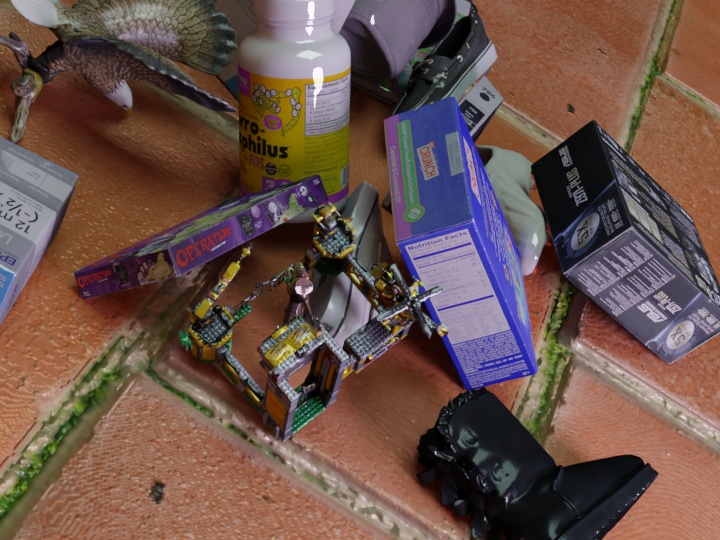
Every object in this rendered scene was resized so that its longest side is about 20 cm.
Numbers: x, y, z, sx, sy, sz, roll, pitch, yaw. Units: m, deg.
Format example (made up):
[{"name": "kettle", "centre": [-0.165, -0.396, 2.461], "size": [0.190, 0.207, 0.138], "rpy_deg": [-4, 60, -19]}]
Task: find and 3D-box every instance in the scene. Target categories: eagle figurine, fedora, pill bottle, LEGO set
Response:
[{"name": "eagle figurine", "centre": [-0.216, -0.196, 1.201], "size": [0.151, 0.197, 0.154], "rpy_deg": [32, 48, -80]}, {"name": "fedora", "centre": [0.008, -0.265, 1.388], "size": [0.175, 0.200, 0.091], "rpy_deg": [21, 72, 2]}, {"name": "pill bottle", "centre": [-0.060, -0.153, 1.204], "size": [0.103, 0.203, 0.105], "rpy_deg": [1, 24, 0]}, {"name": "LEGO set", "centre": [-0.040, 0.031, 1.051], "size": [0.198, 0.116, 0.155], "rpy_deg": [-28, 72, -19]}]

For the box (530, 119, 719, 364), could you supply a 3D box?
[{"name": "box", "centre": [0.278, -0.028, 1.362], "size": [0.199, 0.086, 0.165], "rpy_deg": [36, 30, -36]}]

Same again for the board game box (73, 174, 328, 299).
[{"name": "board game box", "centre": [-0.129, -0.030, 1.109], "size": [0.199, 0.119, 0.033], "rpy_deg": [-31, 100, -50]}]

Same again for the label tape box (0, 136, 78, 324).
[{"name": "label tape box", "centre": [-0.319, -0.029, 1.011], "size": [0.142, 0.066, 0.201], "rpy_deg": [27, 36, -8]}]

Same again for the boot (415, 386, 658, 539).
[{"name": "boot", "centre": [0.149, 0.166, 1.130], "size": [0.162, 0.074, 0.197], "rpy_deg": [44, 39, 19]}]

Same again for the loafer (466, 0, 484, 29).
[{"name": "loafer", "centre": [0.105, -0.335, 1.646], "size": [0.071, 0.063, 0.201], "rpy_deg": [-2, 49, -37]}]

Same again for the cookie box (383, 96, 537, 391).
[{"name": "cookie box", "centre": [0.091, -0.023, 1.195], "size": [0.173, 0.074, 0.201], "rpy_deg": [-92, 161, -47]}]

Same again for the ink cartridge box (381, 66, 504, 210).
[{"name": "ink cartridge box", "centre": [0.095, -0.135, 1.391], "size": [0.039, 0.100, 0.200], "rpy_deg": [36, 39, 2]}]

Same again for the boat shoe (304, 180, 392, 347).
[{"name": "boat shoe", "centre": [0.000, 0.000, 1.203], "size": [0.065, 0.072, 0.201], "rpy_deg": [29, 37, -15]}]

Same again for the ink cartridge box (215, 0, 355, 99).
[{"name": "ink cartridge box", "centre": [-0.077, -0.266, 1.329], "size": [0.066, 0.201, 0.116], "rpy_deg": [-18, 59, -45]}]

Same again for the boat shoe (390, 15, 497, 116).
[{"name": "boat shoe", "centre": [0.081, -0.210, 1.447], "size": [0.200, 0.068, 0.057], "rpy_deg": [-49, 118, -40]}]

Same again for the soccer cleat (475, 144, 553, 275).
[{"name": "soccer cleat", "centre": [0.151, -0.064, 1.386], "size": [0.077, 0.070, 0.201], "rpy_deg": [19, 32, -13]}]

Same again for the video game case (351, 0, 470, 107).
[{"name": "video game case", "centre": [0.031, -0.278, 1.530], "size": [0.180, 0.022, 0.202], "rpy_deg": [24, 52, -11]}]
